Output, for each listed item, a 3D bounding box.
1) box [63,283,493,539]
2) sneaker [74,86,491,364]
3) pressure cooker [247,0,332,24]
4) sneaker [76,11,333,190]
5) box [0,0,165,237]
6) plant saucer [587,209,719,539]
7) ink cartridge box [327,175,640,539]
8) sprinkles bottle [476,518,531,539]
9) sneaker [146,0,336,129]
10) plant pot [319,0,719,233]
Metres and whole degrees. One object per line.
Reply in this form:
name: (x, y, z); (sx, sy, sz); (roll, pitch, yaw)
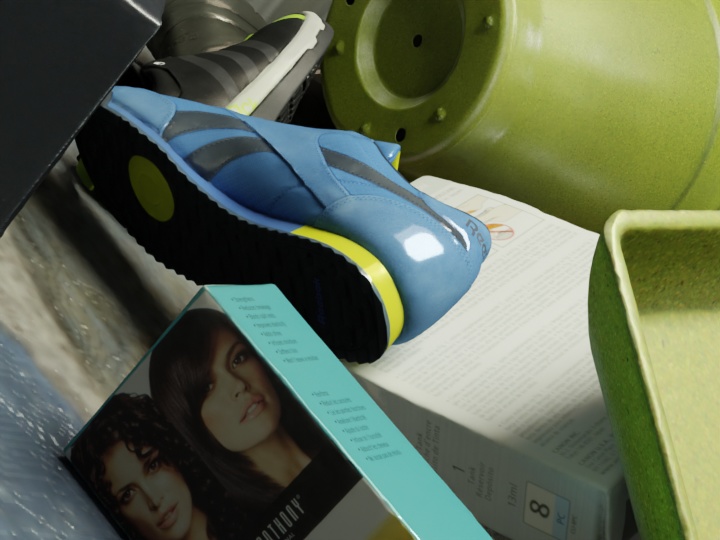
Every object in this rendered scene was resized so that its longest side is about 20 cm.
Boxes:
box: (-0.003, 0.103, 0.575); (0.200, 0.082, 0.049); (48, 18, 18)
sneaker: (-0.035, -0.031, 0.726); (0.199, 0.066, 0.078); (28, 49, 33)
pressure cooker: (-0.028, -0.227, 1.130); (0.178, 0.200, 0.176); (24, 24, -48)
sneaker: (-0.075, -0.087, 0.855); (0.082, 0.072, 0.200); (30, 32, 0)
box: (-0.183, -0.146, 0.718); (0.196, 0.118, 0.200); (37, 19, -19)
plant saucer: (0.162, 0.080, 0.652); (0.199, 0.048, 0.202); (-1, 72, -41)
ink cartridge box: (0.059, 0.034, 0.737); (0.199, 0.048, 0.160); (22, 36, 32)
sprinkles bottle: (0.063, 0.136, 0.671); (0.068, 0.068, 0.201); (34, 19, -27)
sneaker: (-0.035, -0.079, 0.997); (0.199, 0.076, 0.091); (23, 34, -32)
plant pot: (0.086, -0.105, 0.957); (0.192, 0.201, 0.201); (12, 33, -47)
